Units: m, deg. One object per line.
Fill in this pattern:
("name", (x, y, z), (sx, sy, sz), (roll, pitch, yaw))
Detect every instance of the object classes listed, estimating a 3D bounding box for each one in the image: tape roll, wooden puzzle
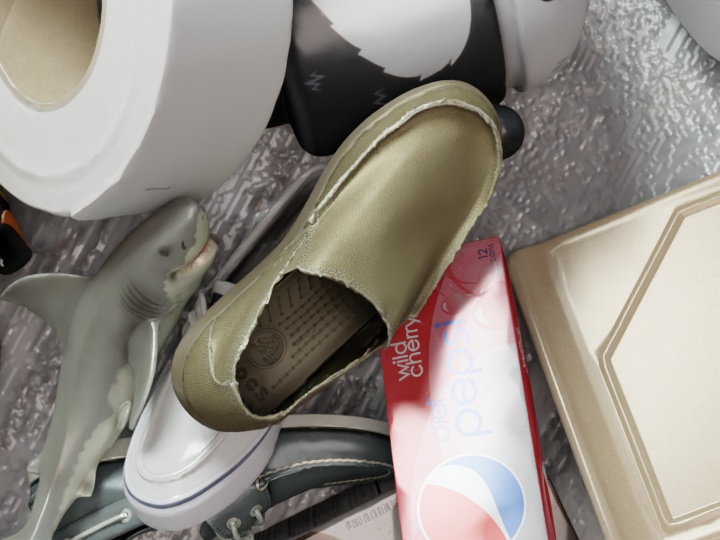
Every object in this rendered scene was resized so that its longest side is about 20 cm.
("tape roll", (-0.121, -0.127, 0.733), (0.071, 0.202, 0.204), (-9, 95, -43))
("wooden puzzle", (0.194, 0.038, 0.800), (0.199, 0.037, 0.186), (-20, 63, 4))

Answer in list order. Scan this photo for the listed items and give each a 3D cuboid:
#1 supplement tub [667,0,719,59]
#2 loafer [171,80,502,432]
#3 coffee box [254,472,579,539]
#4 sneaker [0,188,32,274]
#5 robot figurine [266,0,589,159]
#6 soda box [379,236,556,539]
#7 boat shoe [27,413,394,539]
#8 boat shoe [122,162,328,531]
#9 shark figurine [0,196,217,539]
("supplement tub", (0.244, -0.203, 0.777), (0.199, 0.132, 0.132), (-29, 94, -1))
("loafer", (0.000, 0.000, 0.711), (0.076, 0.067, 0.200), (41, 85, -25))
("coffee box", (0.016, 0.168, 0.815), (0.199, 0.080, 0.114), (-25, 91, -2))
("sneaker", (-0.215, -0.002, 0.722), (0.070, 0.200, 0.090), (-37, 98, 26))
("robot figurine", (0.014, -0.130, 0.776), (0.199, 0.125, 0.151), (-17, 120, -2))
("soda box", (0.051, 0.089, 0.743), (0.070, 0.063, 0.201), (-11, 63, 7))
("boat shoe", (-0.071, 0.116, 0.805), (0.199, 0.073, 0.062), (-8, 67, 4))
("boat shoe", (-0.060, 0.031, 0.773), (0.073, 0.066, 0.201), (14, 58, 25))
("shark figurine", (-0.143, 0.049, 0.764), (0.089, 0.128, 0.215), (26, 94, -7))
